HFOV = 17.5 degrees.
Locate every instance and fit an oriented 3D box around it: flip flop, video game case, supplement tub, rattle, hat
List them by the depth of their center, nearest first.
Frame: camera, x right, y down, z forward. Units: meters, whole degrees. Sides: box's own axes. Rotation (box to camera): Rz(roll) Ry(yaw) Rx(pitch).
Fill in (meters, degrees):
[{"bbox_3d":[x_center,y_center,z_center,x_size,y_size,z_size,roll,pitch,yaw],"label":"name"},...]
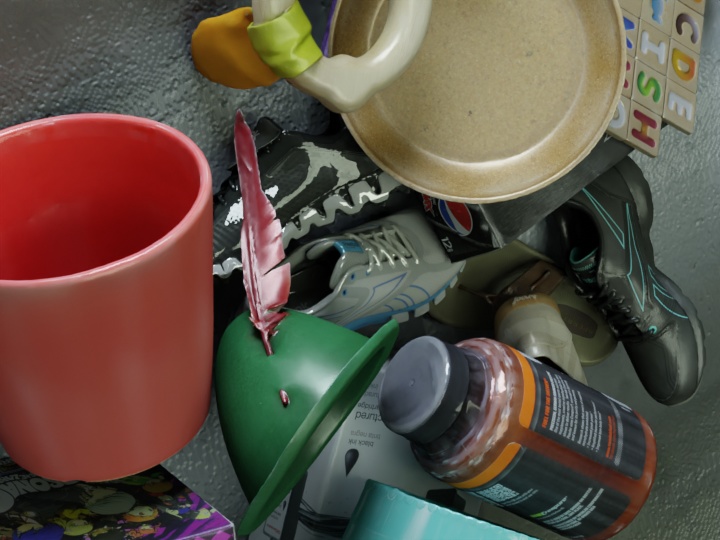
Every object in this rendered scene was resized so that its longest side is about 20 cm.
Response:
[{"bbox_3d":[-0.208,0.169,1.517,0.200,0.181,0.036,-12,113,-27],"label":"video game case"},{"bbox_3d":[-0.087,0.047,1.530,0.200,0.176,0.166,-48,171,-45],"label":"hat"},{"bbox_3d":[-0.009,-0.203,1.545,0.130,0.143,0.200,28,79,-11],"label":"rattle"},{"bbox_3d":[0.108,0.113,1.636,0.200,0.107,0.107,27,90,-35],"label":"supplement tub"},{"bbox_3d":[0.127,0.026,1.749,0.200,0.058,0.081,25,92,-34],"label":"flip flop"}]

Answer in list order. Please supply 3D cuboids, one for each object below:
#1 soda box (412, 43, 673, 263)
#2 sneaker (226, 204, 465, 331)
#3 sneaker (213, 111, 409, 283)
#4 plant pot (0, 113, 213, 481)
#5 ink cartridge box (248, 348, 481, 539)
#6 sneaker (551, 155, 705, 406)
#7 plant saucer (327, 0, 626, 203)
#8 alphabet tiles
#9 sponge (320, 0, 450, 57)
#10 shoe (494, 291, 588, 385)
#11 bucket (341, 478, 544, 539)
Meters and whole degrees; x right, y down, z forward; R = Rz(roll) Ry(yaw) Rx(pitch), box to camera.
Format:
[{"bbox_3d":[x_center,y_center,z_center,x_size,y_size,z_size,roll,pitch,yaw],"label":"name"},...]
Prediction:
[{"bbox_3d":[0.131,-0.086,1.676,0.200,0.063,0.071,-36,103,-34],"label":"soda box"},{"bbox_3d":[0.000,0.000,1.635,0.200,0.075,0.087,-30,158,-22],"label":"sneaker"},{"bbox_3d":[-0.068,-0.055,1.605,0.200,0.066,0.091,-26,100,-12],"label":"sneaker"},{"bbox_3d":[-0.179,0.025,1.494,0.200,0.200,0.178,-24,127,-23],"label":"plant pot"},{"bbox_3d":[0.010,0.161,1.705,0.146,0.083,0.201,9,100,-33],"label":"ink cartridge box"},{"bbox_3d":[0.192,0.013,1.752,0.079,0.075,0.200,-24,93,-41],"label":"sneaker"},{"bbox_3d":[0.078,-0.145,1.575,0.200,0.035,0.201,0,92,3],"label":"plant saucer"},{"bbox_3d":[0.189,-0.189,1.692,0.167,0.008,0.201,26,62,-34],"label":"alphabet tiles"},{"bbox_3d":[0.043,-0.208,1.607,0.111,0.030,0.201,12,98,-9],"label":"sponge"},{"bbox_3d":[0.136,0.096,1.744,0.070,0.053,0.200,-20,141,-1],"label":"shoe"},{"bbox_3d":[0.066,0.233,1.595,0.207,0.207,0.135,22,85,-34],"label":"bucket"}]
